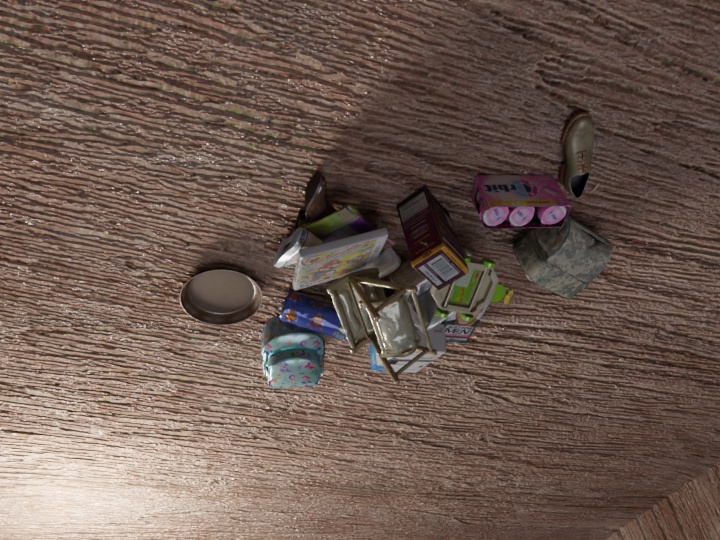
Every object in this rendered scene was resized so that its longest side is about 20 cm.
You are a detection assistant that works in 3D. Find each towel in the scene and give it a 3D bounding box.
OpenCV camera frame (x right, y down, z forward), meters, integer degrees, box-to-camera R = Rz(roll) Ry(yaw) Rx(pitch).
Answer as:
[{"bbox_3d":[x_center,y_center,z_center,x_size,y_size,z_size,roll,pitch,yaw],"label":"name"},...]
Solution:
[{"bbox_3d":[-0.027,-0.076,1.386,0.143,0.023,0.200,-23,145,29],"label":"towel"}]

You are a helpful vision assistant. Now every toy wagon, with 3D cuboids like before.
[{"bbox_3d":[0.261,0.042,1.432,0.199,0.040,0.156,9,113,-22],"label":"toy wagon"}]

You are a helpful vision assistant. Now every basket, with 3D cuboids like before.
[{"bbox_3d":[0.184,0.028,1.494,0.199,0.124,0.136,-33,122,2],"label":"basket"}]

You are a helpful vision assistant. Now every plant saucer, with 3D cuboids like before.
[{"bbox_3d":[-0.343,0.060,1.520,0.199,0.032,0.201,-6,135,-6],"label":"plant saucer"}]

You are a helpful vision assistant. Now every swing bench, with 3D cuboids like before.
[{"bbox_3d":[0.047,0.116,1.411,0.129,0.200,0.200,-33,124,-22],"label":"swing bench"}]

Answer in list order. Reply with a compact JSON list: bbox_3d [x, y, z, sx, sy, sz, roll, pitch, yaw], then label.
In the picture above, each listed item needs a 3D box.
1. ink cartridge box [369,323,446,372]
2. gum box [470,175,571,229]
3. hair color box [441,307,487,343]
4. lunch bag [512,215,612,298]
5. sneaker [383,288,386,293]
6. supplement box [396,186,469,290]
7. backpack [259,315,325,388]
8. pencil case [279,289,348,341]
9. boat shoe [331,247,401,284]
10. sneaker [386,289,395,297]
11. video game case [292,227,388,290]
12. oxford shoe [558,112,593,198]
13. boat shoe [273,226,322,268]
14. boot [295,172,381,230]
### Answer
[{"bbox_3d":[0.127,0.211,1.688,0.144,0.085,0.200,7,152,-19],"label":"ink cartridge box"},{"bbox_3d":[0.354,-0.156,1.389,0.199,0.114,0.066,-2,135,-10],"label":"gum box"},{"bbox_3d":[0.275,0.111,1.679,0.098,0.061,0.201,5,133,-16],"label":"hair color box"},{"bbox_3d":[0.504,-0.044,1.514,0.199,0.140,0.168,24,126,-32],"label":"lunch bag"},{"bbox_3d":[0.015,0.090,1.571,0.060,0.105,0.200,6,133,-18],"label":"sneaker"},{"bbox_3d":[0.158,-0.073,1.369,0.085,0.201,0.110,-32,132,21],"label":"supplement box"},{"bbox_3d":[-0.179,0.213,1.633,0.176,0.151,0.201,-2,130,-8],"label":"backpack"},{"bbox_3d":[-0.107,0.115,1.560,0.199,0.087,0.078,19,106,-5],"label":"pencil case"},{"bbox_3d":[0.000,0.000,1.510,0.199,0.072,0.069,-24,113,22],"label":"boat shoe"},{"bbox_3d":[0.132,0.069,1.601,0.199,0.075,0.087,-20,130,8],"label":"sneaker"},{"bbox_3d":[-0.048,-0.023,1.359,0.199,0.023,0.182,-15,160,-17],"label":"video game case"},{"bbox_3d":[0.485,-0.250,1.350,0.070,0.075,0.201,-12,135,2],"label":"oxford shoe"},{"bbox_3d":[-0.132,-0.040,1.383,0.086,0.075,0.202,25,156,-18],"label":"boat shoe"},{"bbox_3d":[-0.030,-0.132,1.368,0.199,0.065,0.187,9,145,-16],"label":"boot"}]
